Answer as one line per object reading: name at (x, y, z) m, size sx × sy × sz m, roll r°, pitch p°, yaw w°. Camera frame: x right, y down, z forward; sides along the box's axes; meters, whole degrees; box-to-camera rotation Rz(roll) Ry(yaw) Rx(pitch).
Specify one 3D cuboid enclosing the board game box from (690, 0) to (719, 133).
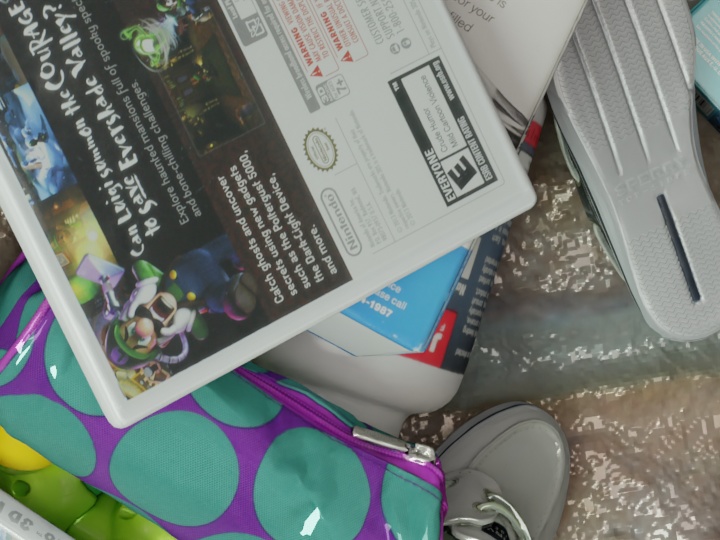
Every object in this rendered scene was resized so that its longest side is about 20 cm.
board game box at (0.257, -0.115, 0.999) m, size 0.200 × 0.047 × 0.151 m, roll -43°, pitch 87°, yaw 0°

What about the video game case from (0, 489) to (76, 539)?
video game case at (-0.126, 0.164, 0.911) m, size 0.199 × 0.144 × 0.018 m, roll 33°, pitch 46°, yaw 4°

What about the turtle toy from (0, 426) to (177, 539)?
turtle toy at (-0.135, 0.086, 0.955) m, size 0.200 × 0.101 × 0.147 m, roll 44°, pitch 135°, yaw 31°

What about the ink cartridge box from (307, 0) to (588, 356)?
ink cartridge box at (-0.006, -0.087, 0.855) m, size 0.146 × 0.086 × 0.201 m, roll 29°, pitch 77°, yaw -13°

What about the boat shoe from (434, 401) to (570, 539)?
boat shoe at (0.048, 0.130, 0.943) m, size 0.074 × 0.067 × 0.200 m, roll 44°, pitch 54°, yaw -11°

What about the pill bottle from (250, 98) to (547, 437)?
pill bottle at (0.000, 0.000, 0.970) m, size 0.119 × 0.120 × 0.202 m, roll 17°, pitch 89°, yaw 3°

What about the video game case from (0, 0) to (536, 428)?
video game case at (-0.054, -0.074, 0.785) m, size 0.181 × 0.023 × 0.201 m, roll -28°, pitch 96°, yaw -16°

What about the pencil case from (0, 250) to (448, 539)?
pencil case at (-0.059, 0.063, 0.864) m, size 0.199 × 0.085 × 0.093 m, roll 33°, pitch 110°, yaw -17°

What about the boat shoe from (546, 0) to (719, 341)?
boat shoe at (0.115, -0.064, 0.975) m, size 0.071 × 0.071 × 0.202 m, roll -17°, pitch 102°, yaw -12°
